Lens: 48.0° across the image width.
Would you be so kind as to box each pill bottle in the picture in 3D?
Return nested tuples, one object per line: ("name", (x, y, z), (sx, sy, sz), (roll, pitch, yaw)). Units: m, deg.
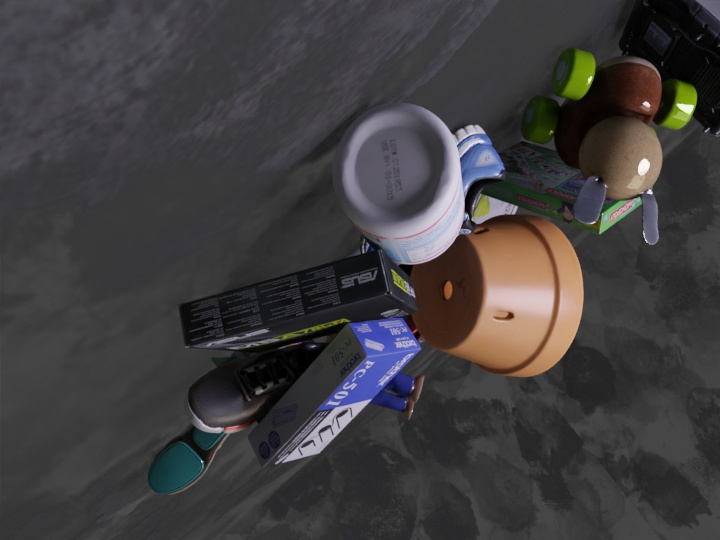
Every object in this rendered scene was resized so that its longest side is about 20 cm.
("pill bottle", (0.042, -0.067, 0.738), (0.108, 0.109, 0.200), (-39, 168, 1))

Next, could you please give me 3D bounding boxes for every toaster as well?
("toaster", (0.404, -0.278, 0.923), (0.119, 0.181, 0.200), (-43, 167, -2))

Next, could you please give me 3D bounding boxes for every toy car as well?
("toy car", (0.284, -0.123, 0.919), (0.160, 0.205, 0.159), (12, 149, -11))

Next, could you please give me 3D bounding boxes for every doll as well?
("doll", (-0.015, 0.152, 1.143), (0.049, 0.195, 0.138), (-68, 178, -49))

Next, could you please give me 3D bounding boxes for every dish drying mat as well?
("dish drying mat", (0.063, 0.087, 1.135), (0.078, 0.018, 0.200), (-59, -178, 7))

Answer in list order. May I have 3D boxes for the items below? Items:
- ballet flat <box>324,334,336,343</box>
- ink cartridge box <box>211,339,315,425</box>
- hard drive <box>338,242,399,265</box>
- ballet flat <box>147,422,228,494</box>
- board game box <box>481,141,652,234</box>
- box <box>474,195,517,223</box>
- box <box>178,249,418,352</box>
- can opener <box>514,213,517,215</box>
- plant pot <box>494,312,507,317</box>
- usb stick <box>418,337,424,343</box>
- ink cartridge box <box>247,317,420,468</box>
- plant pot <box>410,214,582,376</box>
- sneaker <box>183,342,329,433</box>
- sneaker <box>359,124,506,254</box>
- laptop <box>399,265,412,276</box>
("ballet flat", (-0.020, 0.064, 1.006), (0.067, 0.046, 0.201), (-40, 163, -23))
("ink cartridge box", (-0.095, 0.126, 1.002), (0.059, 0.105, 0.200), (-40, 167, 9))
("hard drive", (0.000, 0.000, 1.029), (0.198, 0.027, 0.132), (-37, 166, -13))
("ballet flat", (-0.217, 0.236, 1.115), (0.200, 0.068, 0.062), (-45, 176, 19))
("board game box", (0.251, -0.111, 1.031), (0.133, 0.198, 0.030), (-29, 130, -37))
("box", (0.157, -0.031, 1.213), (0.118, 0.059, 0.201), (-59, 180, -34))
("box", (-0.050, 0.037, 0.794), (0.195, 0.049, 0.193), (-15, 172, 9))
("can opener", (0.230, -0.052, 1.259), (0.202, 0.065, 0.053), (-81, -170, -54))
("plant pot", (0.196, 0.051, 1.432), (0.142, 0.198, 0.200), (-56, 165, 6))
("usb stick", (0.110, 0.041, 1.186), (0.056, 0.032, 0.202), (-46, 163, -32))
("ink cartridge box", (-0.031, 0.132, 0.864), (0.093, 0.045, 0.201), (-2, 140, -49))
("plant pot", (0.152, 0.027, 0.994), (0.137, 0.204, 0.201), (5, 141, -35))
("sneaker", (-0.099, 0.113, 0.889), (0.196, 0.078, 0.082), (-16, 156, -32))
("sneaker", (0.080, -0.064, 0.901), (0.200, 0.090, 0.078), (-44, 165, 17))
("laptop", (0.065, 0.053, 1.215), (0.198, 0.104, 0.178), (-27, 163, -37))
